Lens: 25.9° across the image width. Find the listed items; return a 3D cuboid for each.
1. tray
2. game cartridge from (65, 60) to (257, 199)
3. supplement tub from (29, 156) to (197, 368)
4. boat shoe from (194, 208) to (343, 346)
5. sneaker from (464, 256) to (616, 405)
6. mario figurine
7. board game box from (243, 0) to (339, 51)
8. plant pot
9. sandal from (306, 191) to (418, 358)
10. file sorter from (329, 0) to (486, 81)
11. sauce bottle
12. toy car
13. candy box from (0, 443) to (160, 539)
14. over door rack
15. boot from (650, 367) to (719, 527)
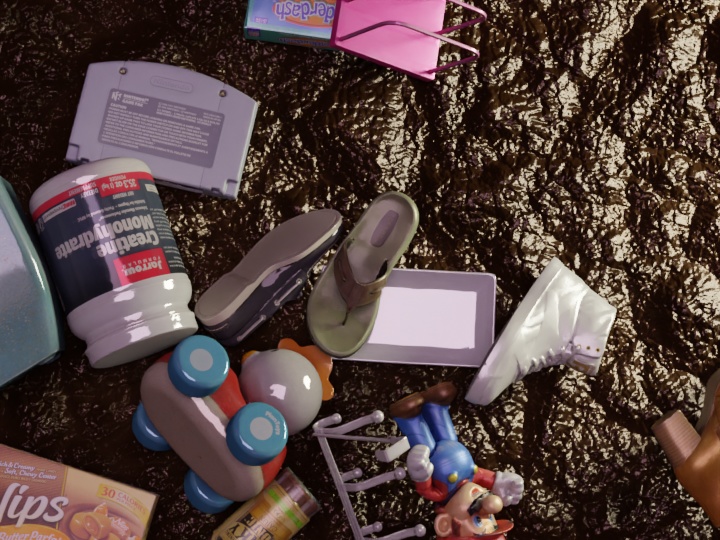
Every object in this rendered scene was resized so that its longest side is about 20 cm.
[{"bbox_3d":[0.052,0.052,1.764,0.198,0.022,0.108,3,81,-2],"label":"tray"},{"bbox_3d":[-0.223,-0.166,1.784,0.199,0.042,0.134,13,76,0],"label":"game cartridge"},{"bbox_3d":[-0.266,-0.009,1.702,0.140,0.140,0.201,-20,82,-5],"label":"supplement tub"},{"bbox_3d":[-0.095,0.008,1.759,0.200,0.073,0.063,-39,127,-13],"label":"boat shoe"},{"bbox_3d":[0.207,0.090,1.724,0.115,0.074,0.200,36,67,3],"label":"sneaker"},{"bbox_3d":[0.113,0.219,1.695,0.123,0.106,0.201,-22,83,-9],"label":"mario figurine"},{"bbox_3d":[-0.048,-0.360,1.818,0.151,0.045,0.201,8,80,-2],"label":"board game box"},{"bbox_3d":[-0.417,0.034,1.670,0.195,0.196,0.201,-31,91,-7],"label":"plant pot"},{"bbox_3d":[-0.001,-0.001,1.730,0.079,0.057,0.202,24,80,2],"label":"sandal"},{"bbox_3d":[0.069,-0.336,1.751,0.138,0.125,0.201,15,78,-31],"label":"file sorter"},{"bbox_3d":[-0.133,0.301,1.694,0.200,0.065,0.065,-43,84,-8],"label":"sauce bottle"},{"bbox_3d":[-0.118,0.131,1.693,0.177,0.184,0.200,48,54,6],"label":"toy car"},{"bbox_3d":[-0.329,0.268,1.695,0.199,0.055,0.116,18,80,1],"label":"candy box"},{"bbox_3d":[0.031,0.228,1.631,0.066,0.200,0.149,-25,102,-21],"label":"over door rack"},{"bbox_3d":[0.434,0.178,1.741,0.201,0.071,0.144,-37,90,-4],"label":"boot"}]
